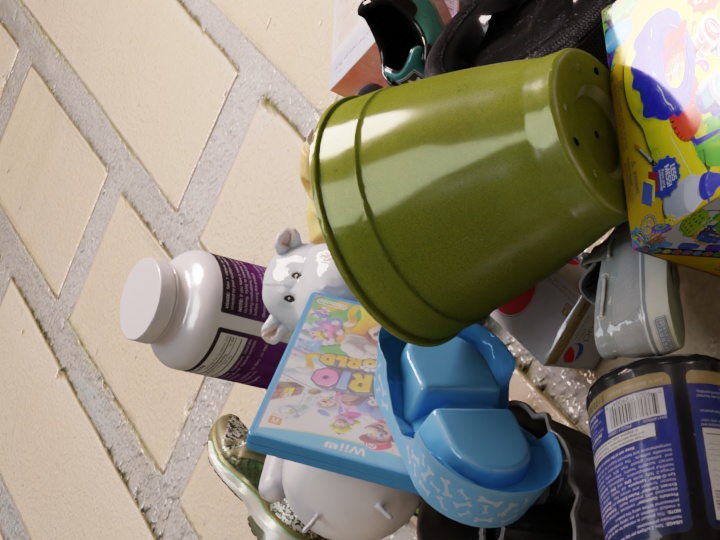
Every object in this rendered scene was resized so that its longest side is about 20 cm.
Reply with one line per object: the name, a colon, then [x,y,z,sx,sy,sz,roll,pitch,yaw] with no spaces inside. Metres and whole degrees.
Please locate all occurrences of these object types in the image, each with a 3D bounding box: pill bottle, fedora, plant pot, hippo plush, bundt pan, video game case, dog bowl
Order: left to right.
pill bottle: [-0.118,0.046,1.897,0.112,0.200,0.113,-29,54,49]
hippo plush: [0.000,0.000,1.768,0.200,0.161,0.160,12,88,58]
video game case: [0.005,0.092,1.590,0.200,0.143,0.018,-67,-10,-55]
dog bowl: [0.073,0.111,1.522,0.200,0.111,0.050,-116,37,-46]
plant pot: [0.100,-0.068,1.495,0.193,0.200,0.201,-22,58,32]
bundt pan: [0.129,0.204,1.563,0.202,0.076,0.202,-29,54,50]
fedora: [0.152,-0.176,1.635,0.200,0.092,0.201,-29,30,18]
pill bottle: [0.220,0.167,1.402,0.112,0.112,0.200,-37,48,45]

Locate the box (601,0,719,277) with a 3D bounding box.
box: [0.283,-0.127,1.416,0.193,0.122,0.200,-35,50,45]

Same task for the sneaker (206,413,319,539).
sneaker: [-0.073,0.186,1.910,0.089,0.077,0.200,-52,42,12]

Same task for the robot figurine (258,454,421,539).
robot figurine: [-0.002,0.139,1.637,0.169,0.113,0.200,-22,29,19]

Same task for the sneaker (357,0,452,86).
sneaker: [0.064,-0.157,1.723,0.071,0.080,0.200,-35,90,40]

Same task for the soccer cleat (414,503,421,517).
soccer cleat: [0.029,0.152,1.759,0.200,0.081,0.068,39,90,34]

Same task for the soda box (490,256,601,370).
soda box: [0.121,-0.004,1.632,0.200,0.064,0.068,44,115,39]

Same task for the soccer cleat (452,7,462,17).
soccer cleat: [0.086,-0.183,1.792,0.200,0.073,0.068,-49,40,35]

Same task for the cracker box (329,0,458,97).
cracker box: [0.032,-0.263,1.893,0.134,0.058,0.200,-43,32,41]

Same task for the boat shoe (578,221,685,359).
boat shoe: [0.192,0.000,1.486,0.071,0.070,0.201,-13,26,12]

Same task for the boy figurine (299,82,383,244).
boy figurine: [0.000,-0.081,1.863,0.064,0.124,0.200,-60,-2,-33]
